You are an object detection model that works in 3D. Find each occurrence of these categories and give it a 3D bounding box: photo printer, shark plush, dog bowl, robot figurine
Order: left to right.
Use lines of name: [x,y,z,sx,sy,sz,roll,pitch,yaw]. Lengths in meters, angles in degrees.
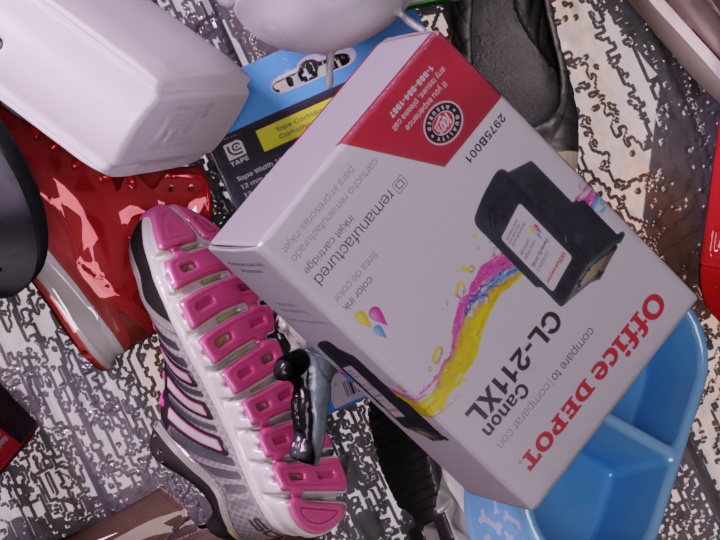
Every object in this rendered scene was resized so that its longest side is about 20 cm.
photo printer: [-0.169,-0.133,1.161,0.200,0.166,0.070,36,104,10]
robot figurine: [-0.035,-0.200,1.143,0.113,0.169,0.201,-26,90,-41]
shark plush: [0.000,0.000,1.140,0.083,0.091,0.201,19,61,-13]
dog bowl: [0.132,0.088,1.221,0.111,0.050,0.201,29,69,-20]

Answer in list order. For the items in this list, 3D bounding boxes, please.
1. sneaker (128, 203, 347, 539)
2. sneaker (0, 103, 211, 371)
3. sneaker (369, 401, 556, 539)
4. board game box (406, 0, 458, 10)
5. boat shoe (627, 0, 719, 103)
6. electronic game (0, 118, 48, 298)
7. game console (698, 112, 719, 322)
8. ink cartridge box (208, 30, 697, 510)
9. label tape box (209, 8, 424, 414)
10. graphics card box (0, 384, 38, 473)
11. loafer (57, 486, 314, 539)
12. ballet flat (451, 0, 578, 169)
sneaker: [-0.085,0.064,1.192,0.087,0.074,0.201,-28,87,37]
sneaker: [-0.157,-0.054,1.232,0.115,0.078,0.200,-33,107,-10]
sneaker: [0.066,0.116,1.253,0.088,0.074,0.201,-15,85,-26]
board game box: [0.006,-0.243,1.207,0.152,0.040,0.201,-7,94,23]
boat shoe: [0.190,-0.156,1.240,0.060,0.072,0.200,-44,91,0]
electronic game: [-0.246,-0.065,1.165,0.200,0.200,0.042,46,58,-5]
game console: [0.270,-0.062,1.234,0.176,0.031,0.201,4,95,-39]
ink cartridge box: [0.049,0.001,1.095,0.200,0.083,0.146,43,77,-17]
label tape box: [0.005,-0.039,1.227,0.143,0.066,0.201,-24,61,-2]
graphics card box: [-0.268,0.042,1.195,0.051,0.125,0.200,-43,94,7]
loafer: [-0.120,0.159,1.244,0.199,0.073,0.071,-3,89,-13]
ballet flat: [0.083,-0.136,1.240,0.066,0.057,0.201,-13,94,-4]
